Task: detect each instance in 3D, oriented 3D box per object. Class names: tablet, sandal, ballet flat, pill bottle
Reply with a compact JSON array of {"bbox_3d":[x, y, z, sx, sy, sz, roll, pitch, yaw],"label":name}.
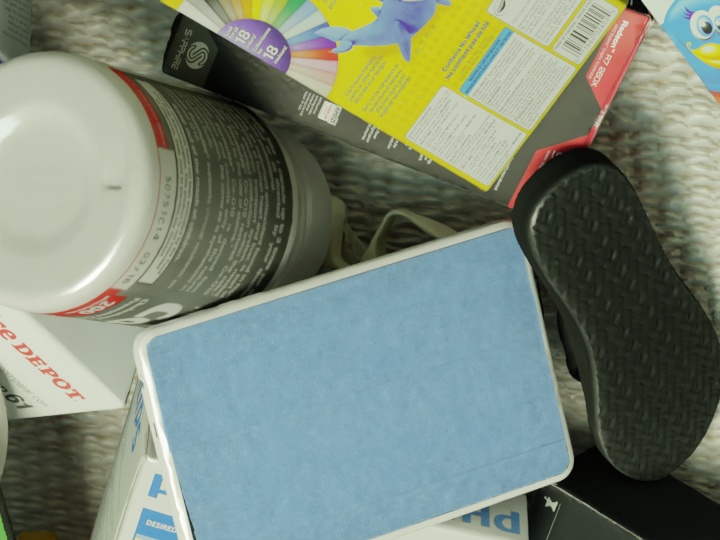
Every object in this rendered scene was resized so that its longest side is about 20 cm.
[{"bbox_3d":[0.000,0.063,1.373,0.014,0.199,0.131,12,117,67],"label":"tablet"},{"bbox_3d":[0.122,0.017,1.415,0.075,0.048,0.201,-31,128,-10],"label":"sandal"},{"bbox_3d":[0.000,0.000,1.458,0.199,0.073,0.073,12,125,22],"label":"ballet flat"},{"bbox_3d":[-0.098,-0.031,1.357,0.113,0.200,0.115,-3,84,26],"label":"pill bottle"}]

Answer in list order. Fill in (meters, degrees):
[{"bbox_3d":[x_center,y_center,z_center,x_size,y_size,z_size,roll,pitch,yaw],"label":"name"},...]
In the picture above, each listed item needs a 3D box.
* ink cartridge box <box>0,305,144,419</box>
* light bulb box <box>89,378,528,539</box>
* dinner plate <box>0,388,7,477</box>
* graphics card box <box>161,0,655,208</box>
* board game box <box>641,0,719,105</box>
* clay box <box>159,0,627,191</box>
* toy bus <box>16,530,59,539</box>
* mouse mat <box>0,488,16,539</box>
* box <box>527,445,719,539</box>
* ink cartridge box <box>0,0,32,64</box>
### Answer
[{"bbox_3d":[-0.221,0.008,1.491,0.199,0.085,0.145,-9,142,33],"label":"ink cartridge box"},{"bbox_3d":[-0.036,0.147,1.491,0.197,0.125,0.201,13,127,-9],"label":"light bulb box"},{"bbox_3d":[-0.267,0.095,1.431,0.199,0.024,0.201,-9,124,-13],"label":"dinner plate"},{"bbox_3d":[0.021,-0.114,1.356,0.199,0.051,0.126,20,126,-7],"label":"graphics card box"},{"bbox_3d":[0.172,-0.157,1.258,0.103,0.105,0.200,-30,107,33],"label":"board game box"},{"bbox_3d":[0.003,-0.133,1.286,0.199,0.048,0.115,31,120,-11],"label":"clay box"},{"bbox_3d":[-0.198,0.207,1.617,0.191,0.200,0.136,-20,132,-1],"label":"toy bus"},{"bbox_3d":[-0.243,0.171,1.464,0.160,0.008,0.201,-17,123,-9],"label":"mouse mat"},{"bbox_3d":[0.132,0.209,1.481,0.141,0.079,0.201,30,118,21],"label":"box"},{"bbox_3d":[-0.247,-0.137,1.407,0.195,0.043,0.201,-4,76,24],"label":"ink cartridge box"}]
